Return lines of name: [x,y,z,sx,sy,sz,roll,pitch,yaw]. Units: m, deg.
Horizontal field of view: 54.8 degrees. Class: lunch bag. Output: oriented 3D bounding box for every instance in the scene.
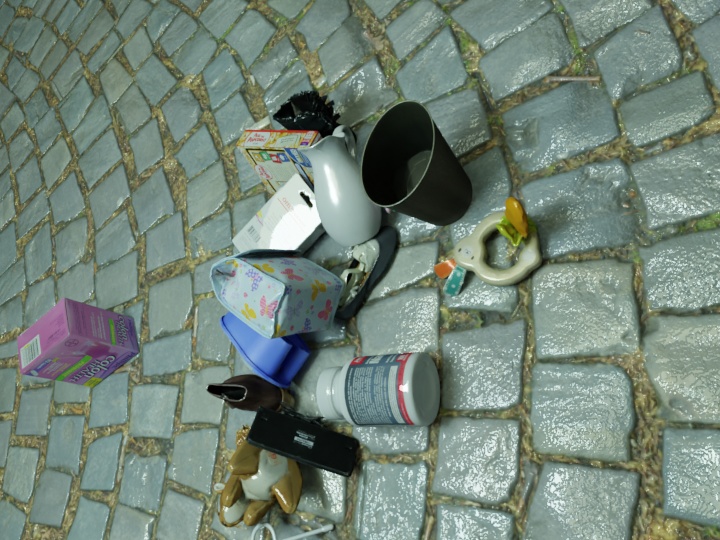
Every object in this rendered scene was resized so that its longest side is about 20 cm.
lunch bag: [-0.158,0.026,1.268,0.198,0.167,0.131,27,108,36]

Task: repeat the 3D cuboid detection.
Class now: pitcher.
pitcher: [-0.026,-0.165,1.314,0.119,0.172,0.204,-12,109,32]

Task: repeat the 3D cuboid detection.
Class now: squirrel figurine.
squirrel figurine: [-0.192,0.378,1.285,0.188,0.139,0.202,-53,13,37]

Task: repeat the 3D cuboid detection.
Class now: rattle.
rattle: [0.193,-0.032,1.149,0.195,0.142,0.134,-13,86,23]

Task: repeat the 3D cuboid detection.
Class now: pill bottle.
pill bottle: [0.027,0.206,1.189,0.195,0.119,0.123,-9,70,30]

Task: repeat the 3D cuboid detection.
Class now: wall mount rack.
wall mount rack: [-0.117,0.535,1.213,0.172,0.074,0.205,-31,60,26]

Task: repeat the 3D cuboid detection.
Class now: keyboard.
keyboard: [-0.100,0.304,1.243,0.195,0.040,0.105,20,44,1]

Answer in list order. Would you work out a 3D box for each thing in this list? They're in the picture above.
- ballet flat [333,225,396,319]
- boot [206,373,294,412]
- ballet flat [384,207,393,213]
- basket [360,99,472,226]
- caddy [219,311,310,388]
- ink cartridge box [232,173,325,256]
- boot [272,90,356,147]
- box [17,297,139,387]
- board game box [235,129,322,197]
ballet flat: [0.000,0.000,1.305,0.073,0.073,0.203,34,95,36]
boot: [-0.238,0.227,1.329,0.195,0.165,0.075,3,75,34]
ballet flat: [0.060,-0.200,1.308,0.069,0.070,0.205,15,68,11]
basket: [0.108,-0.165,1.205,0.133,0.199,0.186,10,81,34]
caddy: [-0.190,0.140,1.343,0.105,0.141,0.200,-48,55,4]
ink cartridge box: [-0.152,-0.086,1.414,0.200,0.068,0.116,-44,78,14]
boot: [-0.118,-0.279,1.414,0.194,0.162,0.076,-15,64,28]
box: [-0.648,0.171,1.599,0.174,0.199,0.098,-34,59,18]
board game box: [-0.138,-0.214,1.411,0.196,0.152,0.047,9,59,34]
